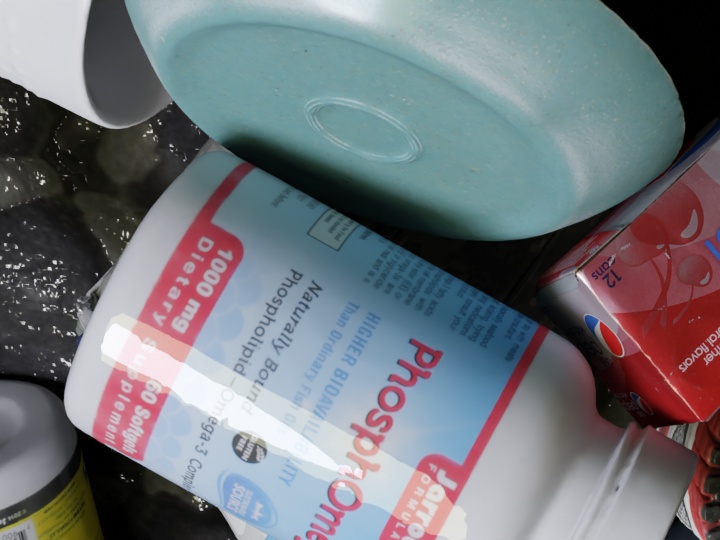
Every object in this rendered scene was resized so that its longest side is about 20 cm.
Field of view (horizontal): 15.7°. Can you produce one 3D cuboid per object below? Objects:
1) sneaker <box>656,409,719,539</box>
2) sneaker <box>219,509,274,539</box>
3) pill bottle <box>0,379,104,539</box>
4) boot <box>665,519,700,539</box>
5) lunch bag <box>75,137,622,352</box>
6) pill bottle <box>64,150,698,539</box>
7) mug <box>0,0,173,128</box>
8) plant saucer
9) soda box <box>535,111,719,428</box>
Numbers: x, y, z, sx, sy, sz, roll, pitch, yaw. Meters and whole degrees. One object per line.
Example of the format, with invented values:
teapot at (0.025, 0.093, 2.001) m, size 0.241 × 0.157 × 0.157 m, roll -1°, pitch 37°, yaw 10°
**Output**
sneaker at (0.150, 0.006, 0.990) m, size 0.077 × 0.082 × 0.201 m, roll 13°, pitch 98°, yaw -23°
sneaker at (-0.022, 0.058, 1.160) m, size 0.087 × 0.075 × 0.200 m, roll 44°, pitch 130°, yaw 12°
pill bottle at (-0.176, 0.165, 1.291) m, size 0.112 × 0.112 × 0.201 m, roll 5°, pitch 120°, yaw 29°
boot at (0.130, 0.106, 1.089) m, size 0.200 × 0.076 × 0.168 m, roll 47°, pitch 133°, yaw -6°
lunch bag at (0.000, 0.000, 1.028) m, size 0.168 × 0.139 × 0.200 m, roll 38°, pitch 94°, yaw 23°
pill bottle at (0.008, 0.051, 0.888) m, size 0.199 × 0.109 × 0.109 m, roll 28°, pitch 130°, yaw 5°
mug at (-0.139, -0.148, 1.068) m, size 0.175 × 0.148 × 0.200 m, roll 27°, pitch 160°, yaw 17°
plant saucer at (0.006, -0.059, 0.855) m, size 0.199 × 0.036 × 0.200 m, roll 18°, pitch 161°, yaw 7°
soda box at (0.156, -0.035, 0.908) m, size 0.070 × 0.200 × 0.063 m, roll 49°, pitch 167°, yaw -4°
